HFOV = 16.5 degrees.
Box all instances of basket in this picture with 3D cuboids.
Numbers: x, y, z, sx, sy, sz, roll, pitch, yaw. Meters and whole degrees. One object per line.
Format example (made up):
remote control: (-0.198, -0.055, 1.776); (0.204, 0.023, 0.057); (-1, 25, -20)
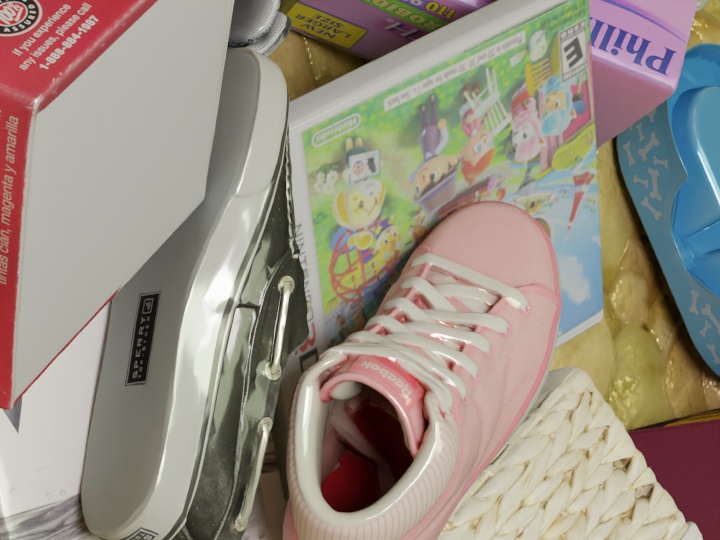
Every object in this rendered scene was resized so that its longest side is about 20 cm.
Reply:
basket: (0.043, 0.146, 1.133); (0.200, 0.135, 0.123); (-44, 111, -41)

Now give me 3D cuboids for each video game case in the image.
video game case: (0.031, -0.015, 1.100); (0.200, 0.022, 0.182); (-29, 128, -32)

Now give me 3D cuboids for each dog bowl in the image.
dog bowl: (0.206, -0.024, 1.377); (0.111, 0.050, 0.200); (-25, 92, -48)

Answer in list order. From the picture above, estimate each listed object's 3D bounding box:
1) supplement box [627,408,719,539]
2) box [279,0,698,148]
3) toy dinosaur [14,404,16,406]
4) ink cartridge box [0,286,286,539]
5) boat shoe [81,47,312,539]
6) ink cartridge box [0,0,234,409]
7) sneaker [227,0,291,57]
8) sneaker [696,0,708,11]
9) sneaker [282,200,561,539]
supplement box: (0.252, 0.110, 1.372); (0.200, 0.110, 0.086); (-8, 88, -46)
box: (0.077, -0.189, 1.202); (0.176, 0.097, 0.200); (21, 71, -13)
toy dinosaur: (-0.219, 0.027, 0.875); (0.181, 0.105, 0.200); (-23, 98, -29)
ink cartridge box: (-0.112, 0.075, 1.013); (0.146, 0.083, 0.200); (-15, 96, -42)
boat shoe: (-0.056, 0.014, 0.973); (0.064, 0.071, 0.200); (20, 79, -38)
ink cartridge box: (-0.165, -0.080, 0.873); (0.145, 0.200, 0.145); (-52, 161, -44)
sneaker: (-0.072, -0.116, 1.062); (0.076, 0.114, 0.200); (57, 36, -16)
sneaker: (0.109, -0.192, 1.301); (0.200, 0.088, 0.074); (33, 62, -36)
sneaker: (0.028, 0.041, 1.011); (0.200, 0.075, 0.105); (-61, 165, -24)
